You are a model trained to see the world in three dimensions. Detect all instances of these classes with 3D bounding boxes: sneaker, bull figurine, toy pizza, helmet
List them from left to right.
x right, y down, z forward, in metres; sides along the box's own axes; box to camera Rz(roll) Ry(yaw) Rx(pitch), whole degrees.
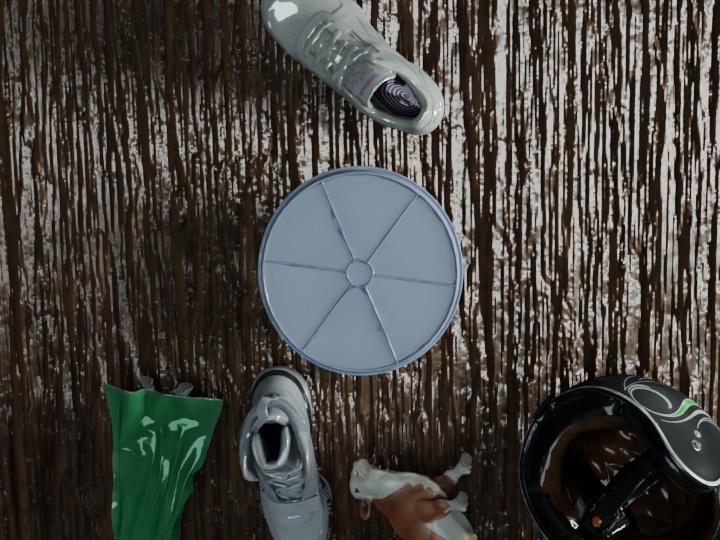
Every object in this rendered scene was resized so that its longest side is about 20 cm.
[{"bbox_3d":[-0.074,0.201,1.301,0.074,0.115,0.203,-7,99,6],"label":"sneaker"},{"bbox_3d":[-0.006,-0.196,1.237,0.199,0.100,0.075,35,103,-1],"label":"sneaker"},{"bbox_3d":[0.000,0.000,1.304,0.197,0.032,0.204,1,100,3],"label":"toy pizza"},{"bbox_3d":[0.076,0.244,1.315,0.121,0.065,0.201,-27,107,41],"label":"bull figurine"},{"bbox_3d":[0.251,0.194,1.239,0.198,0.190,0.203,-11,71,34],"label":"helmet"}]

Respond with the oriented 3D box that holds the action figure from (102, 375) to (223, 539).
[{"bbox_3d":[-0.205,0.207,1.343,0.116,0.055,0.203,10,107,1],"label":"action figure"}]
